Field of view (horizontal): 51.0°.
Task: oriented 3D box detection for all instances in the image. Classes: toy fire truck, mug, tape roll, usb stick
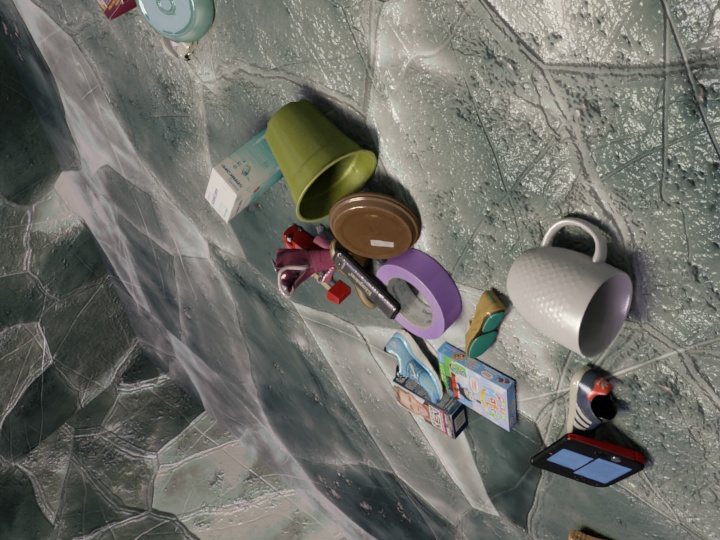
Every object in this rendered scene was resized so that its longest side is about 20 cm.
[{"bbox_3d":[-0.115,-0.016,1.946,0.198,0.049,0.143,34,148,27],"label":"toy fire truck"},{"bbox_3d":[0.340,0.014,1.245,0.174,0.145,0.205,31,118,43],"label":"mug"},{"bbox_3d":[0.126,0.053,1.662,0.198,0.065,0.202,35,149,25],"label":"tape roll"},{"bbox_3d":[0.014,0.029,1.694,0.200,0.032,0.056,45,150,12],"label":"usb stick"}]

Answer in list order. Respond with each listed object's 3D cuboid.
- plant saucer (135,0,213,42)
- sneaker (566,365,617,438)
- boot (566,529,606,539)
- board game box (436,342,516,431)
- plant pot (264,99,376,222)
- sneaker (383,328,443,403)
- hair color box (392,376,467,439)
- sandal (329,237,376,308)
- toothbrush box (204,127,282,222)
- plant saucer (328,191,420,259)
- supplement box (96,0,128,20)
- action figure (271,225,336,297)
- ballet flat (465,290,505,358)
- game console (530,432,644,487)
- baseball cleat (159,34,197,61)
[{"bbox_3d":[-0.412,-0.580,1.624,0.195,0.036,0.203,13,133,14],"label":"plant saucer"},{"bbox_3d":[0.451,0.279,1.452,0.084,0.075,0.203,28,145,41],"label":"sneaker"},{"bbox_3d":[0.587,0.696,1.795,0.198,0.073,0.168,24,155,37],"label":"boot"},{"bbox_3d":[0.269,0.268,1.745,0.198,0.036,0.153,27,144,36],"label":"board game box"},{"bbox_3d":[-0.097,-0.239,1.536,0.191,0.197,0.201,54,155,19],"label":"plant pot"},{"bbox_3d":[0.128,0.244,1.844,0.202,0.089,0.078,54,176,1],"label":"sneaker"},{"bbox_3d":[0.178,0.340,1.941,0.198,0.060,0.101,26,144,38],"label":"hair color box"},{"bbox_3d":[0.000,0.000,1.778,0.053,0.081,0.202,-16,114,43],"label":"sandal"},{"bbox_3d":[-0.253,-0.225,1.732,0.085,0.200,0.147,46,151,3],"label":"toothbrush box"},{"bbox_3d":[0.027,-0.086,1.570,0.195,0.030,0.202,7,144,5],"label":"plant saucer"},{"bbox_3d":[-0.579,-0.704,1.729,0.130,0.103,0.202,-5,120,56],"label":"supplement box"},{"bbox_3d":[-0.112,-0.028,1.791,0.149,0.196,0.137,-138,31,-83],"label":"action figure"},{"bbox_3d":[0.254,0.110,1.566,0.202,0.067,0.064,105,147,-54],"label":"ballet flat"},{"bbox_3d":[0.460,0.390,1.535,0.173,0.032,0.201,15,149,-5],"label":"game console"},{"bbox_3d":[-0.423,-0.570,1.721,0.105,0.070,0.202,26,152,19],"label":"baseball cleat"}]
